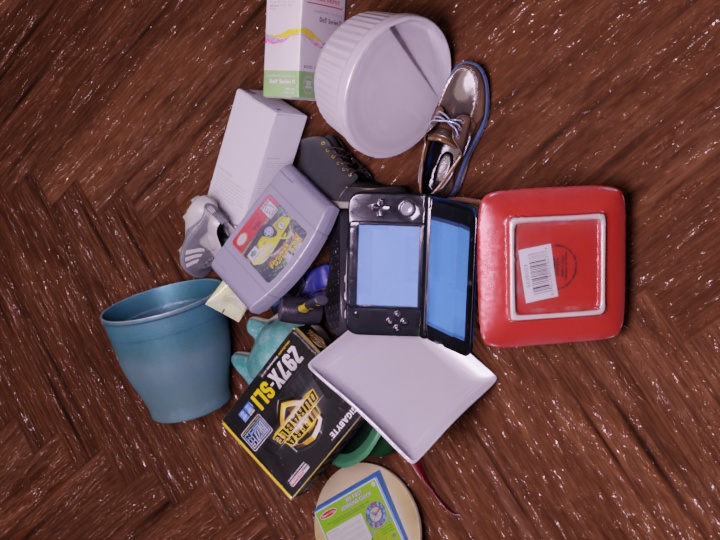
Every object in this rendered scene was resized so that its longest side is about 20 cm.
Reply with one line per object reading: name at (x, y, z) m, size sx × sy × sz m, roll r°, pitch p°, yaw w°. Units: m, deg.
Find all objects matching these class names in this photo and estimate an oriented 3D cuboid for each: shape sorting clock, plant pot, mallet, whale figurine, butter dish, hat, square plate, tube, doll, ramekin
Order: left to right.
plant pot at (-0.292, 0.134, 1.814) m, size 0.199 × 0.200 × 0.189 m, roll -5°, pitch 105°, yaw 33°
tube at (-0.159, -0.017, 1.750) m, size 0.058 × 0.052 × 0.200 m, roll 33°, pitch 91°, yaw -4°
whale figurine at (-0.130, 0.145, 1.745) m, size 0.200 × 0.104 × 0.159 m, roll -23°, pitch 109°, yaw 42°
doll at (-0.091, 0.030, 1.751) m, size 0.200 × 0.048 × 0.137 m, roll -12°, pitch 89°, yaw 39°
mallet at (-0.082, 0.049, 1.598) m, size 0.066 × 0.200 × 0.041 m, roll 5°, pitch 82°, yaw -4°
shape sorting clock at (0.011, 0.391, 1.720) m, size 0.199 × 0.039 × 0.201 m, roll 1°, pitch 92°, yaw 36°
ramekin at (0.025, -0.264, 1.571) m, size 0.094 × 0.202 × 0.203 m, roll 31°, pitch 110°, yaw 40°
hat at (0.054, 0.238, 1.694) m, size 0.165 × 0.176 × 0.201 m, roll -5°, pitch 67°, yaw 55°
square plate at (0.058, 0.146, 1.579) m, size 0.198 × 0.200 × 0.028 m, roll 41°, pitch 144°, yaw 14°
butter dish at (0.232, -0.012, 1.490) m, size 0.148 × 0.199 × 0.201 m, roll -148°, pitch 55°, yaw -75°

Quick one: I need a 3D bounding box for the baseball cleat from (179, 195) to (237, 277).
baseball cleat at (-0.236, -0.029, 1.782) m, size 0.106 × 0.070 × 0.200 m, roll 45°, pitch 155°, yaw 21°

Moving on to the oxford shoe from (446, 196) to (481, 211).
oxford shoe at (0.103, -0.048, 1.592) m, size 0.200 × 0.074 × 0.071 m, roll -14°, pitch 126°, yaw 40°

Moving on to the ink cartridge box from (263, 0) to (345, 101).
ink cartridge box at (-0.080, -0.352, 1.670) m, size 0.067 × 0.117 × 0.201 m, roll 7°, pitch 98°, yaw 31°

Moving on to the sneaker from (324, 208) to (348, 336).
sneaker at (0.000, 0.000, 1.643) m, size 0.072 × 0.083 × 0.201 m, roll 137°, pitch 140°, yaw -61°

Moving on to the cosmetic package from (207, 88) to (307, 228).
cosmetic package at (-0.162, -0.168, 1.752) m, size 0.102 × 0.074 × 0.201 m, roll 37°, pitch 116°, yaw 35°

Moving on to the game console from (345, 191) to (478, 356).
game console at (0.065, 0.003, 1.510) m, size 0.170 × 0.118 × 0.201 m, roll 2°, pitch 101°, yaw 1°

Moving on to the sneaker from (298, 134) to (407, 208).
sneaker at (-0.018, -0.146, 1.674) m, size 0.199 × 0.075 × 0.107 m, roll 5°, pitch 96°, yaw 34°

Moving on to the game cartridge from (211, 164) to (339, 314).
game cartridge at (-0.124, -0.042, 1.669) m, size 0.133 × 0.041 × 0.200 m, roll 43°, pitch 101°, yaw 31°

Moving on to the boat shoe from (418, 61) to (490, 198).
boat shoe at (0.127, -0.189, 1.573) m, size 0.072 × 0.072 × 0.201 m, roll 16°, pitch 105°, yaw 21°

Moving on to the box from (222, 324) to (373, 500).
box at (-0.086, 0.202, 1.632) m, size 0.160 × 0.049 × 0.200 m, roll 46°, pitch 113°, yaw 17°
